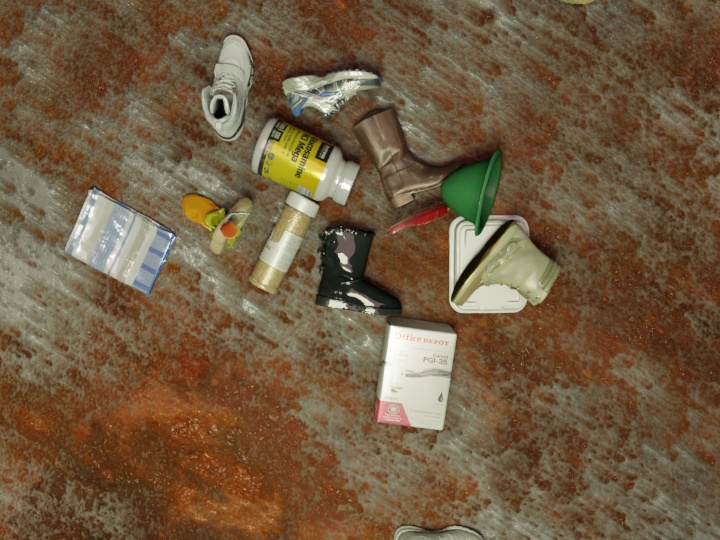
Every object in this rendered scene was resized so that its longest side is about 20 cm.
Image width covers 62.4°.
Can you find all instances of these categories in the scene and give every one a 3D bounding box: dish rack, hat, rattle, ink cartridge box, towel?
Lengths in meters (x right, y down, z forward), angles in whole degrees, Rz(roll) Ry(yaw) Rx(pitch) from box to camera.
[{"bbox_3d":[0.270,-0.010,1.230,0.167,0.044,0.205,-1,97,-1],"label":"dish rack"},{"bbox_3d":[0.169,-0.165,1.162,0.173,0.201,0.169,16,128,18],"label":"hat"},{"bbox_3d":[-0.278,-0.113,1.127,0.129,0.200,0.144,-38,96,3],"label":"rattle"},{"bbox_3d":[0.111,0.210,1.228,0.143,0.083,0.205,7,96,-2],"label":"ink cartridge box"},{"bbox_3d":[-0.492,-0.058,1.218,0.197,0.024,0.149,28,95,-4],"label":"towel"}]

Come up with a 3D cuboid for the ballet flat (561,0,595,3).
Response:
[{"bbox_3d":[0.393,-0.570,1.163,0.195,0.071,0.072,9,96,-2],"label":"ballet flat"}]

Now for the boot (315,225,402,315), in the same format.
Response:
[{"bbox_3d":[0.001,0.000,1.214,0.193,0.073,0.167,9,92,-2],"label":"boot"}]

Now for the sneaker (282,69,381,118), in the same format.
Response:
[{"bbox_3d":[-0.053,-0.349,1.181,0.195,0.077,0.087,-6,106,7],"label":"sneaker"}]

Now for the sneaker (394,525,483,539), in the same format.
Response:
[{"bbox_3d":[0.171,0.599,1.270,0.195,0.082,0.077,1,96,-1],"label":"sneaker"}]

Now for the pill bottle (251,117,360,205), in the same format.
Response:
[{"bbox_3d":[-0.105,-0.207,1.166,0.196,0.112,0.114,23,95,-4],"label":"pill bottle"}]

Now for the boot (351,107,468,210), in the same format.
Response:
[{"bbox_3d":[0.098,-0.251,1.196,0.183,0.064,0.203,-26,91,-1],"label":"boot"}]

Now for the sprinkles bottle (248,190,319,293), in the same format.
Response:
[{"bbox_3d":[-0.155,-0.057,1.202,0.067,0.068,0.203,26,95,-4],"label":"sprinkles bottle"}]

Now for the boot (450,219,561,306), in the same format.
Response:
[{"bbox_3d":[0.288,0.024,1.179,0.154,0.072,0.201,40,94,-7],"label":"boot"}]

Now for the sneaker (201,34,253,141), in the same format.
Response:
[{"bbox_3d":[-0.254,-0.358,1.146,0.073,0.115,0.205,7,96,-2],"label":"sneaker"}]
